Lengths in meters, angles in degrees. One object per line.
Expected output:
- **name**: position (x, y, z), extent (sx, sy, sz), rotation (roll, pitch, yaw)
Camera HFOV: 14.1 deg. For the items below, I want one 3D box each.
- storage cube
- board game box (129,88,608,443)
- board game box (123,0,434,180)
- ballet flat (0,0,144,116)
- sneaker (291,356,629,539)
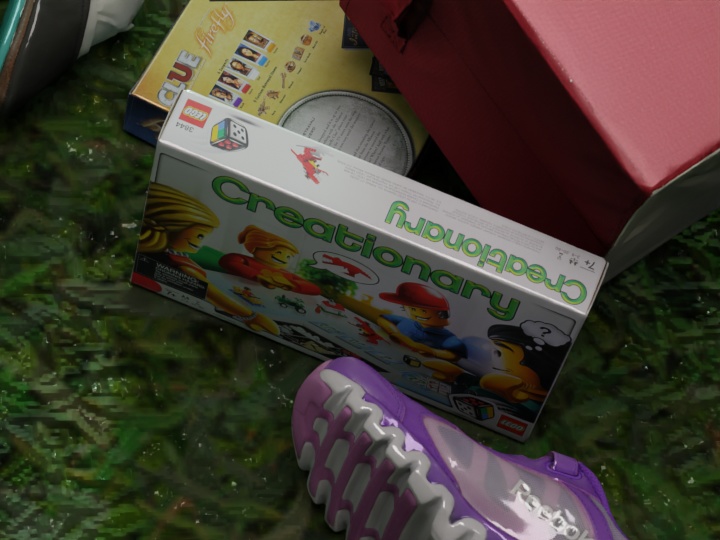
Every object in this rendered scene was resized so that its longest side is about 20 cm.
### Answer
- **storage cube**: position (0.123, -0.121, 1.282), extent (0.200, 0.171, 0.180), rotation (-31, 80, -18)
- **board game box**: position (0.000, 0.000, 1.288), extent (0.200, 0.126, 0.035), rotation (22, 59, 3)
- **board game box**: position (-0.009, -0.120, 1.406), extent (0.135, 0.035, 0.200), rotation (27, 60, 5)
- **ballet flat**: position (-0.133, -0.157, 1.388), extent (0.068, 0.068, 0.200), rotation (13, 60, -13)
- **sneaker**: position (0.059, 0.107, 1.273), extent (0.200, 0.081, 0.088), rotation (42, 56, 8)
